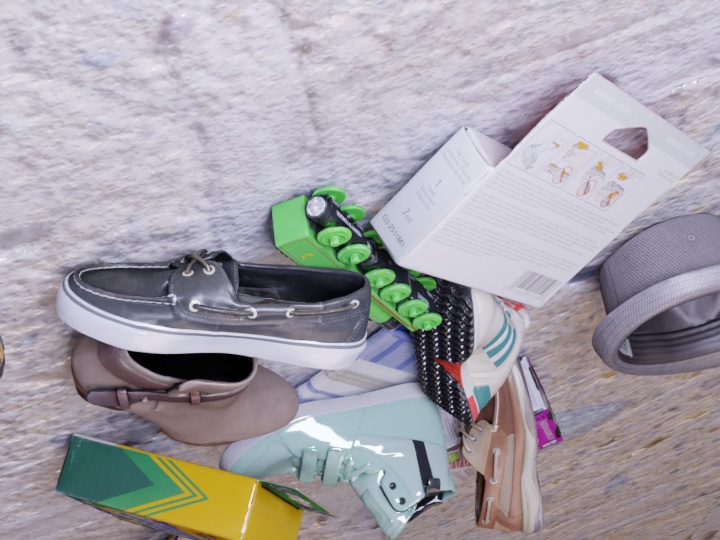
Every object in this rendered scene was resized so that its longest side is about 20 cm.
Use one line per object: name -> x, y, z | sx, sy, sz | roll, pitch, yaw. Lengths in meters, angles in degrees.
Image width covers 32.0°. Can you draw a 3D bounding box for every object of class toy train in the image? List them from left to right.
toy train -> 0.000, 0.000, 0.855 | 0.056, 0.042, 0.200 | -17, 152, 18

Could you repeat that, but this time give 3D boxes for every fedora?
fedora -> 0.278, 0.014, 1.050 | 0.196, 0.092, 0.178 | -6, 151, -15

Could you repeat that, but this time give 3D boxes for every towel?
towel -> -0.006, 0.109, 1.104 | 0.199, 0.024, 0.146 | -36, 149, 26

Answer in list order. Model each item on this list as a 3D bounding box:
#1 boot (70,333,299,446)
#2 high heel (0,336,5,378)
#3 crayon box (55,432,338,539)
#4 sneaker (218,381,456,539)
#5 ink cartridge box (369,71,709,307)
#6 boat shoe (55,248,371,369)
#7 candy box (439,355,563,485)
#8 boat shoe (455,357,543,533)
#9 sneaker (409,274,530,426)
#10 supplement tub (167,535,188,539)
boot -> -0.106, 0.076, 0.869 | 0.197, 0.072, 0.146 | 6, 163, -28
high heel -> -0.294, 0.081, 0.684 | 0.198, 0.072, 0.142 | -22, 167, -39
crayon box -> -0.129, 0.190, 1.013 | 0.197, 0.052, 0.126 | 10, 162, 19
sneaker -> -0.015, 0.174, 1.060 | 0.197, 0.120, 0.074 | -14, 153, -11
ink cartridge box -> 0.126, -0.057, 0.847 | 0.174, 0.044, 0.199 | -45, 148, 20
boat shoe -> -0.088, 0.015, 0.782 | 0.196, 0.069, 0.057 | 8, 118, -15
candy box -> 0.096, 0.168, 1.256 | 0.197, 0.062, 0.136 | -24, 155, 7
boat shoe -> 0.124, 0.156, 1.144 | 0.070, 0.203, 0.076 | -7, -160, 2
sneaker -> 0.092, 0.039, 1.007 | 0.093, 0.070, 0.201 | -45, 150, -24
supplement tub -> -0.180, 0.357, 1.322 | 0.144, 0.147, 0.200 | 6, 145, -44
